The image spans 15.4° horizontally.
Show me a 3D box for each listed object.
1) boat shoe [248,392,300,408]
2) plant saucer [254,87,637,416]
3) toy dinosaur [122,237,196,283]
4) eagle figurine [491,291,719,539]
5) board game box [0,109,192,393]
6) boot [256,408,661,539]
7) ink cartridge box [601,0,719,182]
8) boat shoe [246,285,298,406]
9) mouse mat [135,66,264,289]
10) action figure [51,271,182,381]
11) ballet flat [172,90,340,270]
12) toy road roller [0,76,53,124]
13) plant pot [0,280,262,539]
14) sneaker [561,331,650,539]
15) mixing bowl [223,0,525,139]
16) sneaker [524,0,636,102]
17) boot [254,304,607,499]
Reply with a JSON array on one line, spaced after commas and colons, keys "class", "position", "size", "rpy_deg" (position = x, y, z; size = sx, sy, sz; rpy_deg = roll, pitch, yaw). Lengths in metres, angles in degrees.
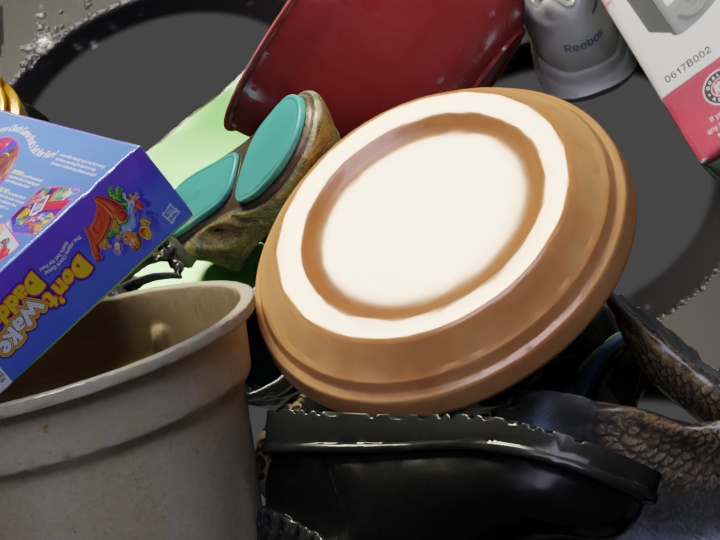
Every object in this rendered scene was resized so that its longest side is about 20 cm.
[{"class": "boat shoe", "position": [0.008, -0.001, 1.455], "size": [0.200, 0.093, 0.075], "rpy_deg": [-25, 49, -3]}, {"class": "plant saucer", "position": [0.036, -0.018, 1.301], "size": [0.200, 0.037, 0.200], "rpy_deg": [-16, 46, 16]}, {"class": "toy dinosaur", "position": [-0.147, -0.005, 1.408], "size": [0.200, 0.048, 0.088], "rpy_deg": [-12, -6, -40]}, {"class": "eagle figurine", "position": [0.178, 0.077, 1.290], "size": [0.200, 0.152, 0.151], "rpy_deg": [4, 88, 27]}, {"class": "board game box", "position": [-0.180, -0.012, 1.297], "size": [0.134, 0.045, 0.200], "rpy_deg": [-43, 24, -14]}, {"class": "boot", "position": [0.034, 0.149, 1.220], "size": [0.211, 0.079, 0.158], "rpy_deg": [1, 78, 34]}, {"class": "ink cartridge box", "position": [0.209, -0.168, 1.466], "size": [0.147, 0.086, 0.200], "rpy_deg": [-35, 70, 16]}, {"class": "boat shoe", "position": [0.000, 0.000, 1.384], "size": [0.200, 0.062, 0.073], "rpy_deg": [-41, 89, 13]}, {"class": "mouse mat", "position": [-0.082, -0.031, 1.565], "size": [0.200, 0.008, 0.161], "rpy_deg": [-41, 52, -16]}, {"class": "action figure", "position": [-0.169, 0.063, 1.456], "size": [0.119, 0.102, 0.200], "rpy_deg": [1, 55, 37]}, {"class": "ballet flat", "position": [-0.045, -0.046, 1.457], "size": [0.071, 0.200, 0.071], "rpy_deg": [8, 71, -25]}, {"class": "toy road roller", "position": [-0.285, -0.089, 1.584], "size": [0.200, 0.146, 0.123], "rpy_deg": [19, 60, 29]}, {"class": "plant pot", "position": [-0.123, 0.123, 1.316], "size": [0.200, 0.184, 0.200], "rpy_deg": [-16, 11, 3]}, {"class": "sneaker", "position": [0.127, 0.115, 1.352], "size": [0.083, 0.071, 0.200], "rpy_deg": [21, 46, -7]}, {"class": "mixing bowl", "position": [0.024, -0.130, 1.508], "size": [0.108, 0.200, 0.200], "rpy_deg": [35, 66, 4]}, {"class": "sneaker", "position": [0.108, -0.192, 1.578], "size": [0.074, 0.087, 0.200], "rpy_deg": [-25, 49, -3]}, {"class": "boot", "position": [0.038, 0.057, 1.395], "size": [0.150, 0.073, 0.200], "rpy_deg": [-34, 2, 29]}]
